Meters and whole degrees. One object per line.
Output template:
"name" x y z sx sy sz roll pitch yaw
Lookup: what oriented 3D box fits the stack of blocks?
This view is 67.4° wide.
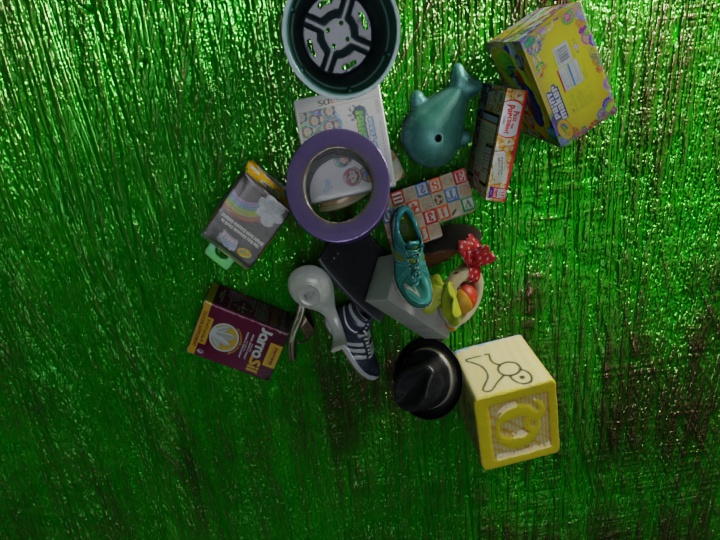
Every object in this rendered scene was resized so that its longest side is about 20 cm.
"stack of blocks" 0.141 -0.124 1.138 0.193 0.059 0.120 -19 88 2

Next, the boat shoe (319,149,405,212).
"boat shoe" -0.005 -0.187 1.120 0.195 0.074 0.071 -27 108 -4

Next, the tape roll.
"tape roll" -0.040 -0.155 1.020 0.191 0.085 0.209 0 90 2

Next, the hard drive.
"hard drive" 0.000 0.000 1.168 0.200 0.042 0.137 45 62 -22

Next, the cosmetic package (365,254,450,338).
"cosmetic package" 0.115 0.059 1.167 0.197 0.084 0.111 33 66 -30

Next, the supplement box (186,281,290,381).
"supplement box" -0.266 0.136 1.196 0.194 0.104 0.134 22 107 -13

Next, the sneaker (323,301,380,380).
"sneaker" 0.011 0.158 1.239 0.107 0.071 0.202 -30 108 21

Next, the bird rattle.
"bird rattle" 0.209 0.033 1.138 0.201 0.110 0.166 -48 137 -26

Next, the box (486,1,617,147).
"box" 0.354 -0.367 1.016 0.119 0.194 0.204 -29 110 7

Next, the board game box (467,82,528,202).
"board game box" 0.264 -0.258 1.072 0.044 0.152 0.208 4 112 -7

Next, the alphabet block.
"alphabet block" 0.335 0.302 1.263 0.188 0.201 0.203 -14 112 1

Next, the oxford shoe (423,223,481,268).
"oxford shoe" 0.175 -0.047 1.200 0.192 0.073 0.072 -16 142 -1

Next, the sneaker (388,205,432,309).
"sneaker" 0.096 -0.026 1.055 0.074 0.080 0.208 -13 82 -8

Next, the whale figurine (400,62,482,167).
"whale figurine" 0.165 -0.302 1.070 0.157 0.104 0.202 33 105 -16

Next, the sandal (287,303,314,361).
"sandal" -0.125 0.116 1.213 0.055 0.080 0.208 16 108 -6

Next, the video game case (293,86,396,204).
"video game case" -0.031 -0.252 1.072 0.174 0.024 0.209 -10 90 2

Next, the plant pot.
"plant pot" -0.036 -0.420 0.957 0.191 0.197 0.208 -1 112 -4

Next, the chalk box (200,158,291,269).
"chalk box" -0.239 -0.099 1.101 0.123 0.125 0.201 36 105 -18

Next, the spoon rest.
"spoon rest" -0.086 0.076 1.154 0.096 0.061 0.205 -19 114 15

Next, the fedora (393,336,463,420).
"fedora" 0.139 0.259 1.241 0.195 0.090 0.210 7 103 34
